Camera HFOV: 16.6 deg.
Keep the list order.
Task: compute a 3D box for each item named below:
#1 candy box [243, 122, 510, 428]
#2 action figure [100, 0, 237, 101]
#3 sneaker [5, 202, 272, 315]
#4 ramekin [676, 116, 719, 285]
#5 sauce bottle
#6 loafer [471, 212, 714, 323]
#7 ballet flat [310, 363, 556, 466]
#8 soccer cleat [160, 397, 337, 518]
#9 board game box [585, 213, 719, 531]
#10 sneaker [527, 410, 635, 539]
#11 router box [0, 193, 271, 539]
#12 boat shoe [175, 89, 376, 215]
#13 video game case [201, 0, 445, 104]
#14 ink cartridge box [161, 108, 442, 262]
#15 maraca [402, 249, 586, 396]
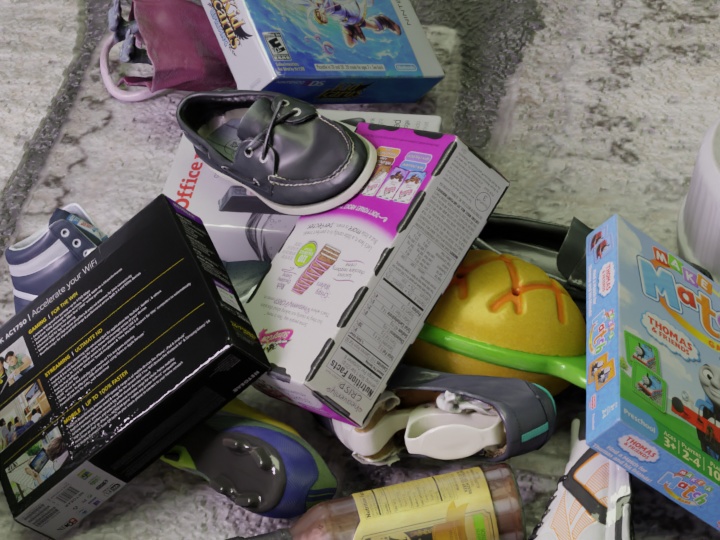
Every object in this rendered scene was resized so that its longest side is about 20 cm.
[{"bbox_3d":[0.000,0.000,1.690,0.200,0.061,0.136,-57,29,-10],"label":"candy box"},{"bbox_3d":[-0.102,-0.169,2.009,0.199,0.149,0.135,4,62,-18],"label":"action figure"},{"bbox_3d":[-0.159,-0.003,1.778,0.199,0.109,0.070,-15,11,4],"label":"sneaker"},{"bbox_3d":[0.333,-0.055,1.814,0.201,0.095,0.203,-4,42,3],"label":"ramekin"},{"bbox_3d":[0.008,0.177,1.621,0.199,0.065,0.065,-13,42,-5],"label":"sauce bottle"},{"bbox_3d":[0.159,-0.002,1.793,0.199,0.071,0.068,9,44,16],"label":"loafer"},{"bbox_3d":[0.035,0.100,1.667,0.199,0.073,0.073,2,40,33],"label":"ballet flat"},{"bbox_3d":[-0.093,0.115,1.714,0.083,0.065,0.200,10,16,-43],"label":"soccer cleat"},{"bbox_3d":[0.217,0.073,1.664,0.151,0.037,0.201,33,36,-23],"label":"board game box"},{"bbox_3d":[0.141,0.167,1.609,0.080,0.074,0.201,-3,42,6],"label":"sneaker"},{"bbox_3d":[-0.172,0.065,1.688,0.200,0.051,0.150,-38,51,13],"label":"router box"},{"bbox_3d":[-0.066,-0.094,1.750,0.075,0.066,0.199,-52,35,-8],"label":"boat shoe"},{"bbox_3d":[-0.044,-0.219,1.948,0.199,0.045,0.182,-5,64,-48],"label":"video game case"},{"bbox_3d":[-0.044,-0.047,1.856,0.199,0.084,0.145,3,44,11],"label":"ink cartridge box"},{"bbox_3d":[0.109,0.047,1.716,0.199,0.108,0.137,17,17,15],"label":"maraca"}]
